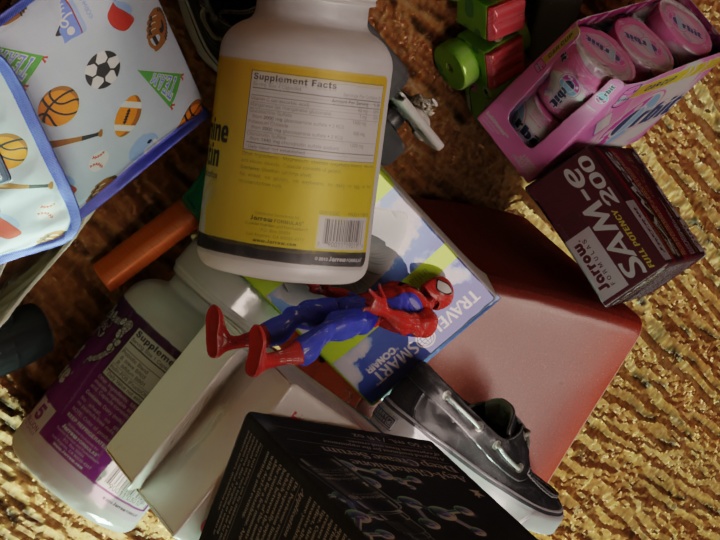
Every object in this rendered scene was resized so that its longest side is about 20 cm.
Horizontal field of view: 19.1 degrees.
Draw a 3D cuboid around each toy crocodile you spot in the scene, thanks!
[{"bbox_3d":[0.096,-0.189,1.577,0.067,0.062,0.200,-28,136,-24],"label":"toy crocodile"}]

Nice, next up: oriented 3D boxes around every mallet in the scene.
[{"bbox_3d":[-0.239,-0.017,1.425,0.066,0.041,0.200,-17,126,-34],"label":"mallet"}]

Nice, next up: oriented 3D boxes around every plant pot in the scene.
[{"bbox_3d":[0.057,0.052,1.644,0.176,0.200,0.200,23,104,-35],"label":"plant pot"}]

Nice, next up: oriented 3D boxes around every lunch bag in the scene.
[{"bbox_3d":[-0.211,-0.110,1.299,0.200,0.124,0.170,-39,135,-19],"label":"lunch bag"}]

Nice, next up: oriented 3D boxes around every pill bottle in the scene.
[{"bbox_3d":[-0.147,0.078,1.522,0.200,0.112,0.112,-51,140,1],"label":"pill bottle"},{"bbox_3d":[-0.039,-0.096,1.362,0.112,0.112,0.201,2,97,-44],"label":"pill bottle"}]

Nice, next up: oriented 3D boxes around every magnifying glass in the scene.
[{"bbox_3d":[-0.101,-0.053,1.501,0.200,0.080,0.022,-36,144,-1],"label":"magnifying glass"}]

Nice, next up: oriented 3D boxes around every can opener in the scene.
[{"bbox_3d":[0.002,-0.138,1.537,0.066,0.053,0.200,-44,140,-6],"label":"can opener"},{"bbox_3d":[0.180,-0.246,1.602,0.067,0.053,0.200,14,117,-3],"label":"can opener"}]

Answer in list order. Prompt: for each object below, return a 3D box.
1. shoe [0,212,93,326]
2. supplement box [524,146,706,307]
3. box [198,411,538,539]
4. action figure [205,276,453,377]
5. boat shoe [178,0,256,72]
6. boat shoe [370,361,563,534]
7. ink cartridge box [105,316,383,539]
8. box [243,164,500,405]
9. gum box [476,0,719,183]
[{"bbox_3d":[-0.205,-0.031,1.391,0.200,0.053,0.070,-51,140,-29],"label":"shoe"},{"bbox_3d":[0.199,-0.036,1.641,0.061,0.109,0.200,-36,173,16],"label":"supplement box"},{"bbox_3d":[0.014,0.184,1.314,0.148,0.200,0.107,12,107,-34],"label":"box"},{"bbox_3d":[-0.009,0.028,1.402,0.200,0.065,0.052,-8,108,-46],"label":"action figure"},{"bbox_3d":[-0.082,-0.178,1.419,0.071,0.064,0.200,-43,140,-8],"label":"boat shoe"},{"bbox_3d":[0.092,0.126,1.540,0.200,0.072,0.068,36,94,-36],"label":"boat shoe"},{"bbox_3d":[-0.062,0.132,1.449,0.200,0.125,0.129,39,90,-36],"label":"ink cartridge box"},{"bbox_3d":[0.000,0.000,1.484,0.122,0.048,0.200,-41,115,7],"label":"box"},{"bbox_3d":[0.184,-0.141,1.621,0.114,0.066,0.200,-45,167,34],"label":"gum box"}]
